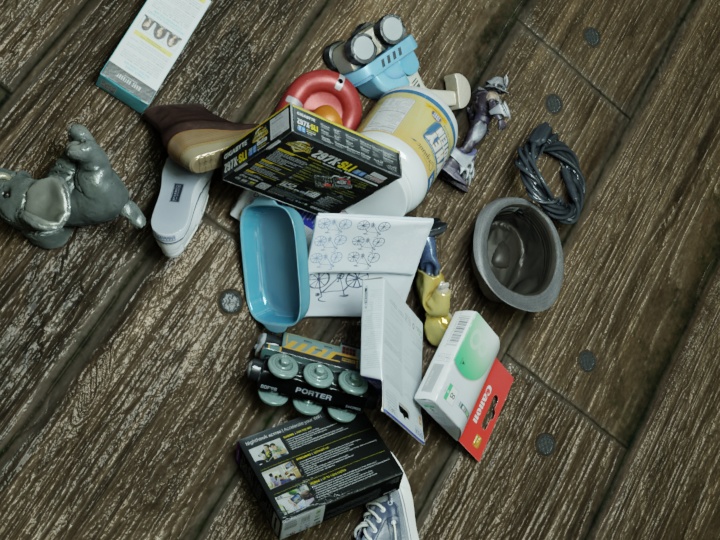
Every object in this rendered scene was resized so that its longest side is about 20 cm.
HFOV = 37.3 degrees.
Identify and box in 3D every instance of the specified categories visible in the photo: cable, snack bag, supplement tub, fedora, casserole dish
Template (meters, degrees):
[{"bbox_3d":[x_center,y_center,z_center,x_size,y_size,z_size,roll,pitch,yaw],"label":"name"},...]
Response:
[{"bbox_3d":[0.322,-0.152,1.799,0.164,0.051,0.200,58,34,-18],"label":"cable"},{"bbox_3d":[0.000,0.000,1.596,0.187,0.201,0.021,1,38,-22],"label":"snack bag"},{"bbox_3d":[0.053,-0.175,1.632,0.145,0.144,0.200,43,47,-11],"label":"supplement tub"},{"bbox_3d":[0.241,-0.018,1.742,0.176,0.090,0.202,13,67,-23],"label":"fedora"},{"bbox_3d":[-0.121,-0.011,1.558,0.039,0.121,0.202,-15,104,-46],"label":"casserole dish"}]

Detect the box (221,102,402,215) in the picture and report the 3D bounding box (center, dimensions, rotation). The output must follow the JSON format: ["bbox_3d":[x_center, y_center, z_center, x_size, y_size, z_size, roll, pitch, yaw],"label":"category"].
[{"bbox_3d":[-0.067,-0.146,1.472,0.199,0.159,0.050,18,57,-38],"label":"box"}]

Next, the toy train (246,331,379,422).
[{"bbox_3d":[-0.067,0.150,1.564,0.199,0.086,0.114,14,36,-8],"label":"toy train"}]

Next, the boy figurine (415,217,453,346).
[{"bbox_3d":[0.120,0.025,1.666,0.064,0.124,0.202,-15,103,-8],"label":"boy figurine"}]

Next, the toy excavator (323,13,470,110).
[{"bbox_3d":[0.066,-0.317,1.731,0.194,0.100,0.201,-37,109,-23],"label":"toy excavator"}]

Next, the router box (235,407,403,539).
[{"bbox_3d":[-0.059,0.280,1.535,0.199,0.051,0.149,-17,52,-25],"label":"router box"}]

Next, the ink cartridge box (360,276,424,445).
[{"bbox_3d":[0.048,0.139,1.569,0.040,0.200,0.201,-8,64,18],"label":"ink cartridge box"}]

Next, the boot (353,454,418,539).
[{"bbox_3d":[0.029,0.372,1.582,0.090,0.073,0.202,-13,86,-31],"label":"boot"}]

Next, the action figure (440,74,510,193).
[{"bbox_3d":[0.194,-0.233,1.750,0.069,0.130,0.201,27,86,-3],"label":"action figure"}]

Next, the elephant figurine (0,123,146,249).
[{"bbox_3d":[-0.430,-0.095,1.455,0.199,0.155,0.142,-35,138,-15],"label":"elephant figurine"}]

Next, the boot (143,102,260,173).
[{"bbox_3d":[-0.198,-0.208,1.556,0.199,0.073,0.166,-13,41,-29],"label":"boot"}]

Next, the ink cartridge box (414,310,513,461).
[{"bbox_3d":[0.180,0.183,1.653,0.200,0.050,0.162,46,61,-35],"label":"ink cartridge box"}]

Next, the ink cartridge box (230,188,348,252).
[{"bbox_3d":[-0.089,-0.074,1.609,0.199,0.037,0.095,33,112,-14],"label":"ink cartridge box"}]

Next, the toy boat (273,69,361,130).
[{"bbox_3d":[-0.065,-0.215,1.622,0.130,0.131,0.201,28,71,-17],"label":"toy boat"}]

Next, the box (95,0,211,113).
[{"bbox_3d":[-0.306,-0.339,1.583,0.082,0.049,0.201,32,69,-15],"label":"box"}]

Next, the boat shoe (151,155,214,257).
[{"bbox_3d":[-0.258,-0.107,1.552,0.073,0.066,0.201,12,52,8],"label":"boat shoe"}]
